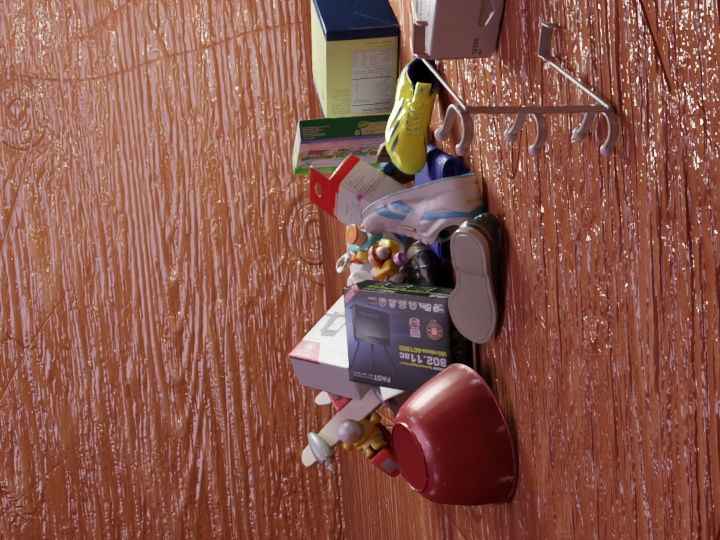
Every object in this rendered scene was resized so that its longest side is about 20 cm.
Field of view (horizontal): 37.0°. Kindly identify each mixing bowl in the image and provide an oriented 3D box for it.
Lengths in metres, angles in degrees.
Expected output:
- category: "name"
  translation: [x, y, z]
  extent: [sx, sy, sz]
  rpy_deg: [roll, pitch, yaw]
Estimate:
- category: "mixing bowl"
  translation: [0.111, 0.236, 1.443]
  extent: [0.200, 0.108, 0.200]
  rpy_deg: [47, 145, 48]

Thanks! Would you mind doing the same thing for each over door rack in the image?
- category: "over door rack"
  translation: [0.138, -0.164, 1.003]
  extent: [0.200, 0.148, 0.067]
  rpy_deg: [-105, 18, -51]

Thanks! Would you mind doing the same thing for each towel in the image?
- category: "towel"
  translation: [0.120, -0.105, 1.583]
  extent: [0.200, 0.049, 0.148]
  rpy_deg: [-122, 34, -75]

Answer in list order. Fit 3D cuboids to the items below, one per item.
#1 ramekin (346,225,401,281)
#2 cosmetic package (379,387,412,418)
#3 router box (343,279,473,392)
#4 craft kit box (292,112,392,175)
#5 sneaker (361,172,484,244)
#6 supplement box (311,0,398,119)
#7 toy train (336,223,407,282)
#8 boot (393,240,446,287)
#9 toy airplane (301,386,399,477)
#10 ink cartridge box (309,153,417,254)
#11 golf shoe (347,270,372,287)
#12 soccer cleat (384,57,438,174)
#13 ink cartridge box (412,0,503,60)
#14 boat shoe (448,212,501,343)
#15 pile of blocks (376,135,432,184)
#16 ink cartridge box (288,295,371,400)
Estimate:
- category: "ramekin"
  translation: [0.032, -0.039, 2.078]
  extent: [0.200, 0.098, 0.201]
  rpy_deg: [175, 90, -82]
- category: "cosmetic package"
  translation: [0.076, 0.159, 1.823]
  extent: [0.107, 0.090, 0.200]
  rpy_deg: [53, -167, -44]
- category: "router box"
  translation: [0.070, 0.099, 1.593]
  extent: [0.200, 0.062, 0.150]
  rpy_deg: [5, 106, 38]
- category: "craft kit box"
  translation: [-0.018, -0.226, 1.938]
  extent: [0.198, 0.200, 0.049]
  rpy_deg: [114, 149, -73]
- category: "sneaker"
  translation: [0.080, -0.072, 1.467]
  extent: [0.200, 0.076, 0.081]
  rpy_deg: [-16, 89, 44]
- category: "supplement box"
  translation: [-0.014, -0.402, 2.013]
  extent: [0.200, 0.134, 0.200]
  rpy_deg: [-105, 12, -52]
- category: "toy train"
  translation: [0.000, 0.000, 1.737]
  extent: [0.150, 0.056, 0.200]
  rpy_deg: [-52, 36, 20]
- category: "boot"
  translation: [0.105, 0.062, 1.717]
  extent: [0.200, 0.073, 0.151]
  rpy_deg: [105, 158, -55]
- category: "toy airplane"
  translation: [-0.011, 0.274, 1.967]
  extent: [0.141, 0.199, 0.200]
  rpy_deg: [-9, -77, -73]
- category: "ink cartridge box"
  translation: [0.011, -0.117, 1.822]
  extent: [0.067, 0.200, 0.116]
  rpy_deg: [-51, -15, -25]
- category: "golf shoe"
  translation: [0.032, 0.060, 1.775]
  extent: [0.092, 0.075, 0.200]
  rpy_deg: [84, 160, -49]
- category: "soccer cleat"
  translation: [0.079, -0.234, 1.583]
  extent: [0.084, 0.065, 0.200]
  rpy_deg: [126, 155, -56]
- category: "ink cartridge box"
  translation: [0.109, -0.373, 1.299]
  extent: [0.145, 0.084, 0.200]
  rpy_deg: [94, 168, -50]
- category: "boat shoe"
  translation: [0.157, 0.012, 1.393]
  extent: [0.062, 0.073, 0.200]
  rpy_deg: [-47, -36, -36]
- category: "pile of blocks"
  translation: [0.064, -0.203, 1.779]
  extent: [0.200, 0.082, 0.062]
  rpy_deg: [112, 158, -72]
- category: "ink cartridge box"
  translation: [-0.012, 0.132, 1.974]
  extent: [0.200, 0.145, 0.083]
  rpy_deg: [-48, -48, -36]
